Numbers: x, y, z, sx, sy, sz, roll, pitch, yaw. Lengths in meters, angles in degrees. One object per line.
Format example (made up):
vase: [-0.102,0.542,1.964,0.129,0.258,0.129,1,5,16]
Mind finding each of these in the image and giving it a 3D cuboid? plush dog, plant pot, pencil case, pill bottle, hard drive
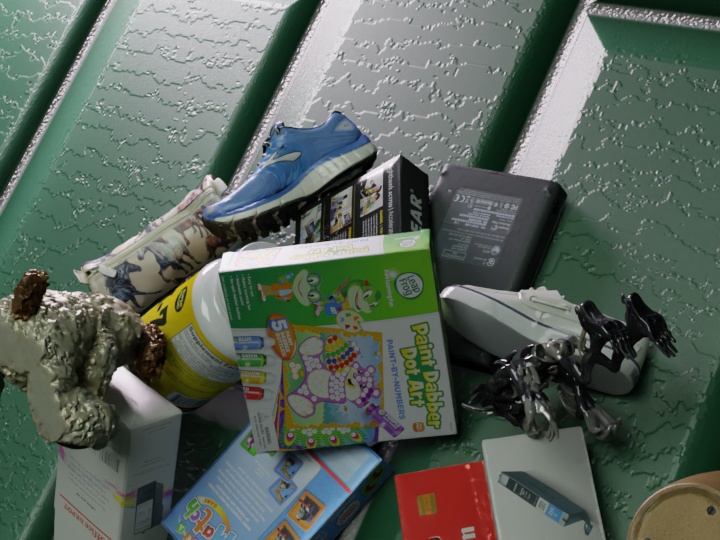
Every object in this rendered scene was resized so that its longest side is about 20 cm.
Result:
plush dog: [-0.283,0.066,1.525,0.199,0.172,0.161,17,104,23]
plant pot: [0.282,0.228,1.221,0.186,0.200,0.187,-12,65,28]
pencil case: [-0.212,-0.025,1.736,0.200,0.089,0.078,-35,67,8]
pill bottle: [-0.143,0.057,1.590,0.200,0.114,0.115,-35,47,41]
hard drive: [0.107,-0.005,1.576,0.139,0.033,0.201,13,70,34]

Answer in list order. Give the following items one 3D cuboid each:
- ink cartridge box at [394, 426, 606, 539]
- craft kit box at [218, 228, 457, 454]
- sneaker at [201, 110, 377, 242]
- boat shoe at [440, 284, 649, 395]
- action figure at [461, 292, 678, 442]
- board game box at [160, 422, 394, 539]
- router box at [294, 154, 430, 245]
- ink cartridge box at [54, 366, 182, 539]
ink cartridge box: [0.126,0.245,1.382,0.175,0.045,0.201,-9,57,1]
craft kit box: [-0.018,0.069,1.476,0.196,0.201,0.049,-8,26,5]
sneaker: [-0.085,-0.102,1.683,0.199,0.079,0.089,-31,75,-14]
boat shoe: [0.170,0.048,1.470,0.199,0.072,0.066,19,59,21]
action figure: [0.173,0.101,1.373,0.200,0.118,0.102,-41,65,43]
board game box: [-0.084,0.222,1.555,0.200,0.037,0.151,-47,51,-3]
router box: [0.000,0.000,1.590,0.149,0.051,0.201,-28,45,32]
ink cartridge box: [-0.248,0.210,1.602,0.117,0.067,0.201,31,122,38]
